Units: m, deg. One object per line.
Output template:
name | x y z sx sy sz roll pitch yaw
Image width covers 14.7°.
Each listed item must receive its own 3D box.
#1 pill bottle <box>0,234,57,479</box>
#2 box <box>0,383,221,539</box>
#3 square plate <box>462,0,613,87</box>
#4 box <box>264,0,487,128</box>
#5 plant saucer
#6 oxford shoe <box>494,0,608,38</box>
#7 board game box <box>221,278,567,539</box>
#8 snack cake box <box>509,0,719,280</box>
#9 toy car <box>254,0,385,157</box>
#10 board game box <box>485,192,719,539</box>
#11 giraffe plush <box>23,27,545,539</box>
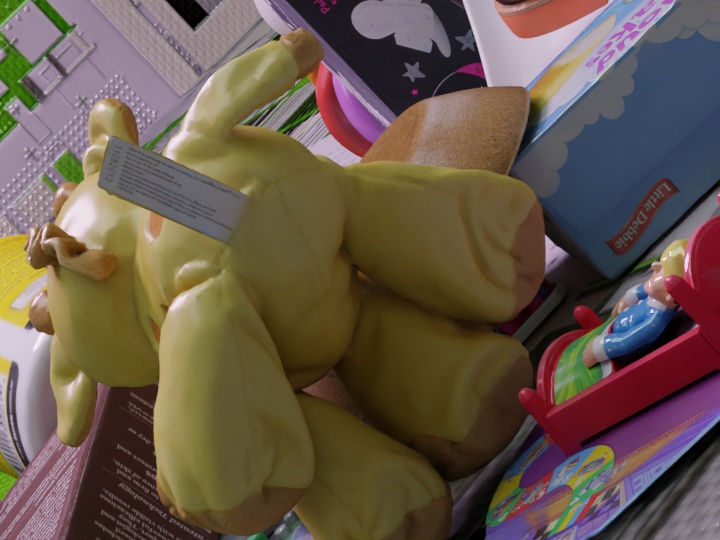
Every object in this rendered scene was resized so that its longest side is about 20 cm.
pill bottle | -0.145 0.044 1.320 0.114 0.114 0.200 -46 27 -16
box | -0.111 0.130 1.124 0.100 0.075 0.200 -51 11 23
square plate | 0.140 -0.155 1.326 0.200 0.028 0.198 -38 25 14
box | 0.022 -0.150 1.510 0.115 0.200 0.132 -43 9 -1
plant saucer | 0.000 0.000 1.153 0.201 0.035 0.200 -56 10 14
oxford shoe | 0.127 -0.178 1.257 0.199 0.073 0.071 -30 27 28
board game box | -0.014 0.072 1.223 0.200 0.026 0.200 -45 9 -11
snack cake box | 0.143 -0.093 1.157 0.200 0.067 0.115 -44 8 0
toy car | 0.028 -0.141 1.673 0.200 0.174 0.151 165 116 -70
board game box | 0.103 0.012 0.937 0.200 0.039 0.158 -43 9 2
giraffe plush | -0.053 0.012 1.021 0.162 0.200 0.173 -1 52 58
